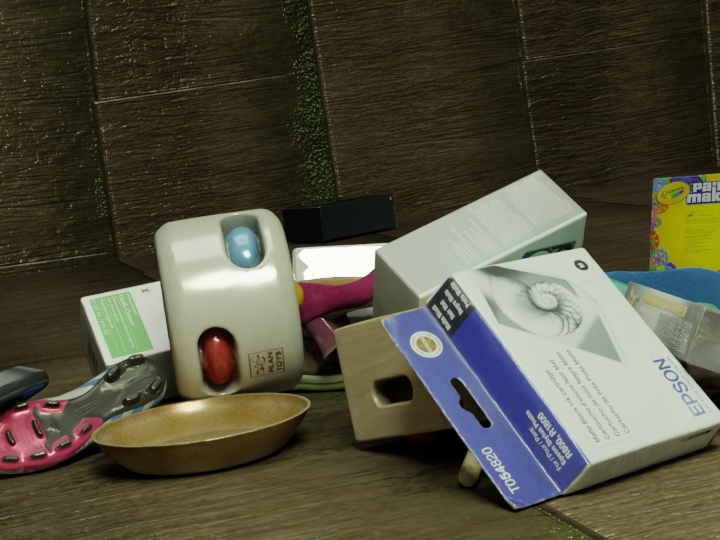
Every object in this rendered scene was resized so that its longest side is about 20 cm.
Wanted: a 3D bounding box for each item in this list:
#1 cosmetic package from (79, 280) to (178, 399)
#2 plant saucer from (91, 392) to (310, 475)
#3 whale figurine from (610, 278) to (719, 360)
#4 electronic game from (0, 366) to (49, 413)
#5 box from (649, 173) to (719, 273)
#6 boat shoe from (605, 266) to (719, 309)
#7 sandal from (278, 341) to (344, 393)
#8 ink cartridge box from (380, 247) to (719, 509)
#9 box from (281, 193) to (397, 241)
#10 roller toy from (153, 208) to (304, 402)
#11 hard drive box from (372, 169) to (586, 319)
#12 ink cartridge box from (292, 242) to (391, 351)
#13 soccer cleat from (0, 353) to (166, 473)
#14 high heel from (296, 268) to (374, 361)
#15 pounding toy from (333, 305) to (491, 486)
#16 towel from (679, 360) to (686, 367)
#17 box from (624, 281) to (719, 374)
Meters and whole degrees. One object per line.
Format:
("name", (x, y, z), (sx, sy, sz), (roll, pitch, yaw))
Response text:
("cosmetic package", (-0.198, 0.072, 1.749), (0.199, 0.085, 0.108), (-14, 49, -20))
("plant saucer", (-0.141, 0.150, 1.437), (0.199, 0.036, 0.200), (-8, 6, 1))
("whale figurine", (0.234, 0.048, 1.480), (0.199, 0.104, 0.159), (-3, 33, 15))
("electronic game", (-0.385, 0.146, 1.504), (0.199, 0.042, 0.200), (-28, -2, -1))
("box", (0.449, -0.031, 1.741), (0.199, 0.123, 0.192), (-2, -10, 37))
("boat shoe", (0.313, 0.032, 1.648), (0.199, 0.085, 0.069), (11, -22, -12))
("sandal", (-0.044, 0.095, 1.701), (0.200, 0.058, 0.080), (-6, 7, 10))
("ink cartridge box", (0.147, 0.075, 1.222), (0.199, 0.041, 0.200), (-13, 52, -33))
("box", (-0.044, -0.112, 3.383), (0.199, 0.079, 0.141), (-12, 5, -37))
("roller toy", (-0.124, 0.037, 1.579), (0.139, 0.201, 0.182), (-9, -5, -7))
("hard drive box", (0.112, 0.015, 1.544), (0.199, 0.156, 0.077), (-26, 53, -22))
("ink cartridge box", (0.003, 0.034, 1.772), (0.145, 0.085, 0.200), (-3, -14, 0))
("soccer cleat", (-0.272, 0.150, 1.516), (0.199, 0.070, 0.086), (-25, -23, -28))
("high heel", (0.000, 0.000, 1.596), (0.200, 0.096, 0.067), (-42, -23, 30))
("pounding toy", (0.092, 0.095, 1.337), (0.183, 0.143, 0.200), (-11, -3, -32))
("towel", (0.224, 0.093, 1.582), (0.199, 0.022, 0.147), (-4, 8, 14))
("box", (0.317, 0.064, 1.333), (0.158, 0.049, 0.200), (19, 2, -8))
